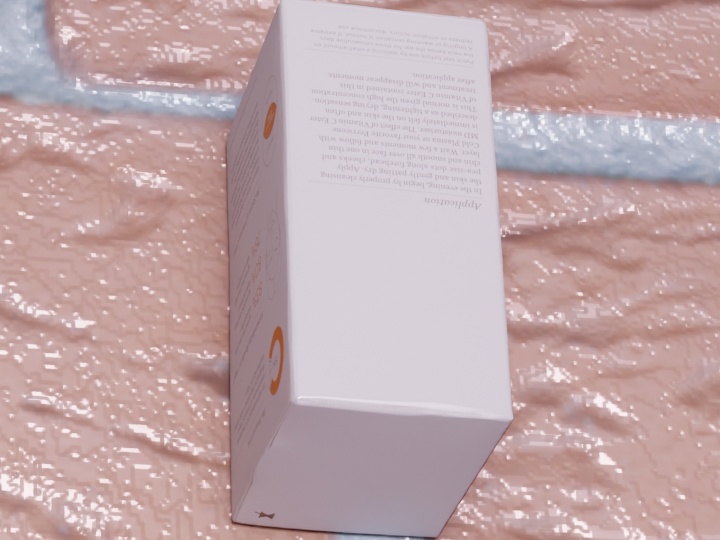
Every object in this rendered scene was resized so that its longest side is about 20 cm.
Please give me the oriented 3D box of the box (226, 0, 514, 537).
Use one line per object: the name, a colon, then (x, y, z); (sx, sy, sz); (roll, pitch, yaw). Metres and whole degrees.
box: (0.000, 0.000, 1.312); (0.097, 0.124, 0.200); (5, 60, -13)
